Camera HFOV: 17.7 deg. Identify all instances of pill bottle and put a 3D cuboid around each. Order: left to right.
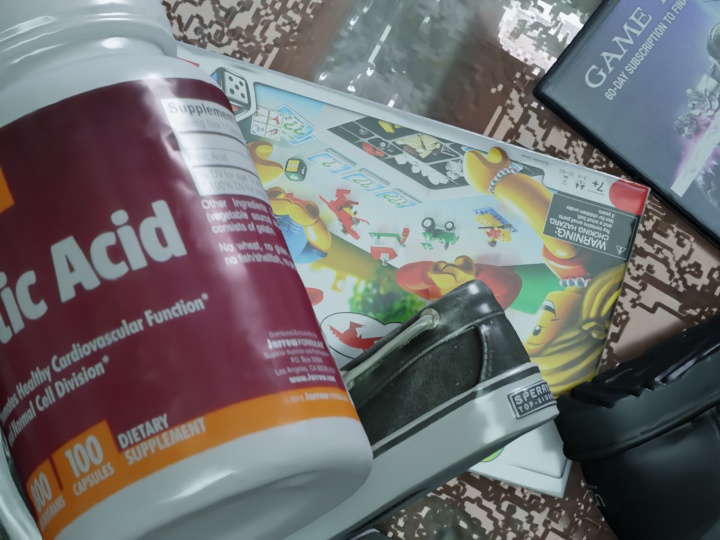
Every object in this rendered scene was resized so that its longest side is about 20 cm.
[{"bbox_3d":[-0.082,-0.002,0.787,0.114,0.114,0.201,-21,73,-7],"label":"pill bottle"}]

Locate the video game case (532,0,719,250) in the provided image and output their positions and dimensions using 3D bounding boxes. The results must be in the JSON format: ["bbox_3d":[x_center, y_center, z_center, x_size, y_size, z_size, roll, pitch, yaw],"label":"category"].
[{"bbox_3d":[0.189,-0.064,0.931,0.200,0.019,0.143,39,83,-2],"label":"video game case"}]

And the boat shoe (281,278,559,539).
[{"bbox_3d":[-0.021,0.071,0.854,0.200,0.071,0.064,-31,80,21],"label":"boat shoe"}]

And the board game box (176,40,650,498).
[{"bbox_3d":[0.000,0.000,0.899,0.199,0.035,0.127,16,86,-5],"label":"board game box"}]

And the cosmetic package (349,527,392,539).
[{"bbox_3d":[-0.053,0.182,0.847,0.200,0.108,0.085,-34,91,-5],"label":"cosmetic package"}]

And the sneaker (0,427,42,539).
[{"bbox_3d":[-0.156,0.078,0.824,0.086,0.080,0.200,-29,75,-8],"label":"sneaker"}]

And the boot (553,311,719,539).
[{"bbox_3d":[0.187,0.089,0.884,0.199,0.076,0.169,-25,99,-7],"label":"boot"}]
